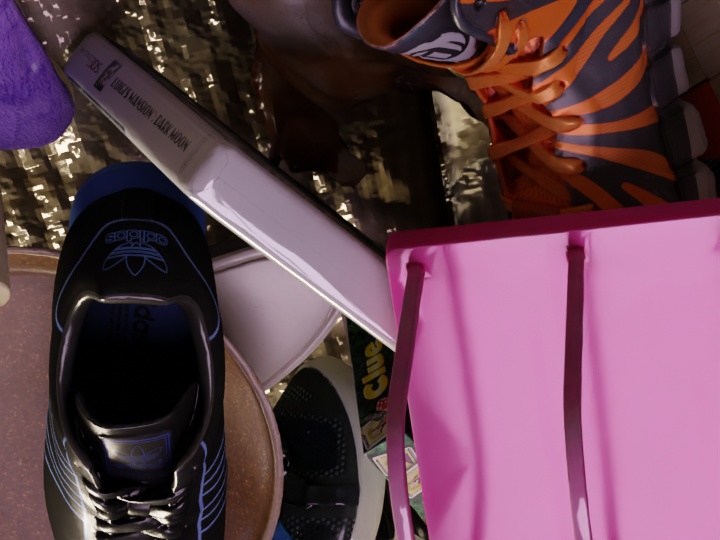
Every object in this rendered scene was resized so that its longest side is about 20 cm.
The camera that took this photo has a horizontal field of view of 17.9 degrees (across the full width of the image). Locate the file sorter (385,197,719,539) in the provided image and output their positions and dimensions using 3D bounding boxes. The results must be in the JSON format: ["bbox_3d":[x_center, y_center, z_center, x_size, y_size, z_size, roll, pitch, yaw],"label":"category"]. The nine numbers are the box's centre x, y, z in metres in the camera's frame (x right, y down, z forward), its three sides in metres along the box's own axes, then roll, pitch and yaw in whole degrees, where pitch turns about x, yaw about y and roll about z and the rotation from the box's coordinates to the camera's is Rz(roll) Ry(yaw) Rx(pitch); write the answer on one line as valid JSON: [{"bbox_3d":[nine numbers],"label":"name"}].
[{"bbox_3d":[0.111,0.067,0.617,0.200,0.125,0.139,-6,114,7],"label":"file sorter"}]

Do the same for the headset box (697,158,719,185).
[{"bbox_3d":[0.201,-0.004,0.819,0.174,0.200,0.093,28,124,-38],"label":"headset box"}]

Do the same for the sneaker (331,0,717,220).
[{"bbox_3d":[0.043,-0.052,0.674,0.112,0.078,0.200,-13,102,-43],"label":"sneaker"}]

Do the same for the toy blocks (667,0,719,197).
[{"bbox_3d":[0.117,-0.087,0.726,0.137,0.200,0.100,-32,167,33],"label":"toy blocks"}]

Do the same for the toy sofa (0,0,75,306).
[{"bbox_3d":[-0.159,-0.076,0.731,0.098,0.083,0.200,-14,138,2],"label":"toy sofa"}]

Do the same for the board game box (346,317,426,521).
[{"bbox_3d":[0.054,0.088,0.935,0.023,0.105,0.200,-28,129,15],"label":"board game box"}]

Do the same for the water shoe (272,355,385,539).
[{"bbox_3d":[-0.052,0.129,0.934,0.079,0.071,0.200,14,98,-37],"label":"water shoe"}]

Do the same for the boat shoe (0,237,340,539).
[{"bbox_3d":[-0.092,0.037,0.904,0.200,0.057,0.067,-35,116,17],"label":"boat shoe"}]

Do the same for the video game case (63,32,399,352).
[{"bbox_3d":[0.000,0.000,0.761,0.200,0.182,0.023,37,91,-25],"label":"video game case"}]

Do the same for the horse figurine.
[{"bbox_3d":[-0.012,-0.093,0.749,0.050,0.132,0.200,-55,139,-18],"label":"horse figurine"}]

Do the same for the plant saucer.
[{"bbox_3d":[-0.129,0.069,0.867,0.200,0.037,0.201,-2,121,-3],"label":"plant saucer"}]

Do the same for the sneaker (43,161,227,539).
[{"bbox_3d":[-0.081,0.065,0.800,0.070,0.078,0.200,-1,121,-2],"label":"sneaker"}]

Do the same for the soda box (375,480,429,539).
[{"bbox_3d":[-0.044,0.157,1.032,0.200,0.063,0.071,-37,133,23],"label":"soda box"}]
